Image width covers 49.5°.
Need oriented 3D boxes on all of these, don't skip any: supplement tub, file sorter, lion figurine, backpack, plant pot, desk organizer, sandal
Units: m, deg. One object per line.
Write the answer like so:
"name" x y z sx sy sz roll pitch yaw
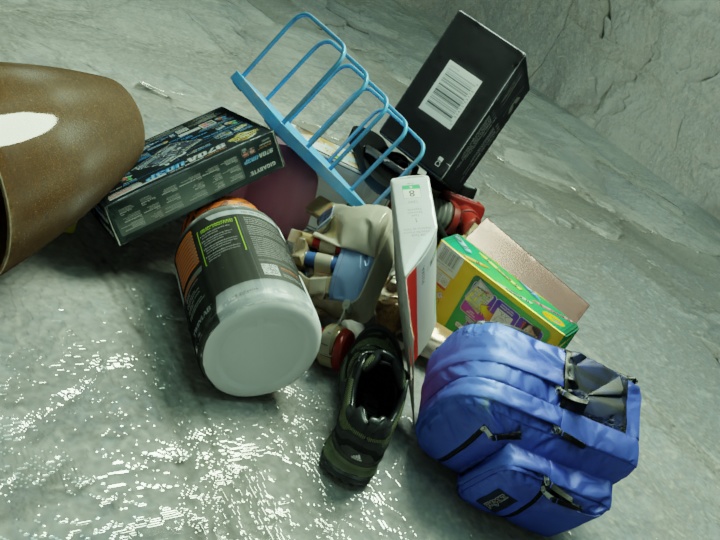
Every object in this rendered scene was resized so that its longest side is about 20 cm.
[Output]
"supplement tub" -0.120 0.017 0.789 0.121 0.124 0.201 12 30 -30
"file sorter" -0.031 -0.185 0.943 0.200 0.123 0.139 41 8 -46
"lion figurine" 0.093 0.086 0.949 0.199 0.073 0.123 36 28 1
"backpack" 0.156 0.152 0.774 0.197 0.163 0.169 28 48 -8
"plant pot" -0.304 -0.114 0.726 0.186 0.189 0.200 35 37 14
"desk organizer" 0.222 0.024 1.124 0.200 0.072 0.077 42 56 11
"sandal" 0.032 -0.153 1.082 0.075 0.043 0.201 10 34 -33

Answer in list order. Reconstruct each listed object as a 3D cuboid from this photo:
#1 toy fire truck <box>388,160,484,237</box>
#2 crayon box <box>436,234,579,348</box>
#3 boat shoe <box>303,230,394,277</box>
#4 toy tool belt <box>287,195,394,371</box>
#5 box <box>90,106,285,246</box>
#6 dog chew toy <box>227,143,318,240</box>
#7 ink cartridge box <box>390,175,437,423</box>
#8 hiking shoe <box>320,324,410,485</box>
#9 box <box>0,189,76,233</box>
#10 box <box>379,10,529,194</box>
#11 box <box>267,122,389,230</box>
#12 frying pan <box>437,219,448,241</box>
"toy fire truck" 0.118 -0.073 1.227 0.173 0.131 0.200 18 17 -20
"crayon box" 0.161 0.062 0.996 0.199 0.120 0.058 40 28 21
"boat shoe" 0.000 0.000 1.037 0.197 0.058 0.066 17 -9 -31
"toy tool belt" -0.039 0.008 0.895 0.121 0.203 0.125 14 -24 21
"box" -0.204 -0.113 0.865 0.198 0.047 0.158 -29 32 -20
"dog chew toy" -0.156 -0.112 1.003 0.196 0.126 0.125 14 28 -10
"ink cartridge box" 0.063 0.029 0.815 0.049 0.162 0.203 -7 51 -1
"hiking shoe" 0.021 0.110 0.767 0.075 0.101 0.201 25 34 -8
"box" -0.401 -0.102 0.813 0.197 0.049 0.118 6 34 -36
"box" 0.142 -0.233 1.130 0.117 0.198 0.200 37 8 12
"box" -0.060 -0.122 1.116 0.197 0.118 0.060 25 27 -11
"frying pan" 0.138 -0.004 1.088 0.031 0.115 0.191 -39 85 -25
